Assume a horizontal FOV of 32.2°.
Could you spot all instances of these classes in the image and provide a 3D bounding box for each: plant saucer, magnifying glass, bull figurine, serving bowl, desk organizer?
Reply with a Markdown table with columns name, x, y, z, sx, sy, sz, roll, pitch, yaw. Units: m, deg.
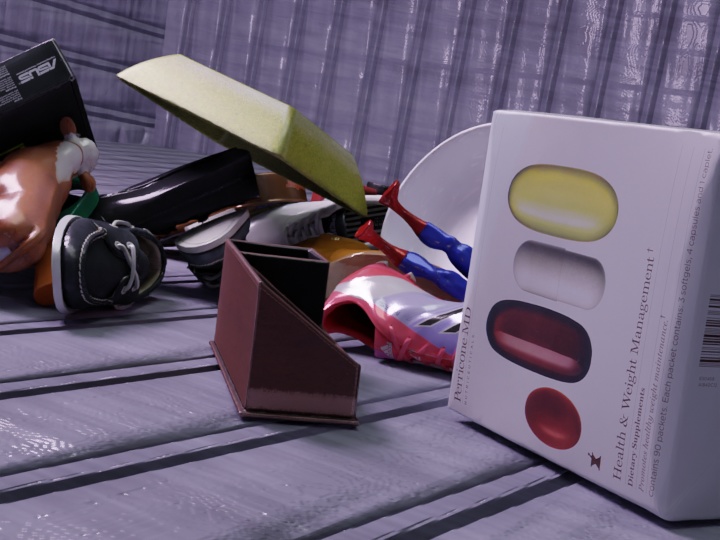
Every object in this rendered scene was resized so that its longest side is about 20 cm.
| name | x | y | z | sx | sy | sz | roll | pitch | yaw |
| --- | --- | --- | --- | --- | --- | --- | --- | --- | --- |
| plant saucer | -0.096 | -0.132 | 1.159 | 0.199 | 0.048 | 0.200 | 28 | -1 | 26 |
| magnifying glass | -0.256 | -0.030 | 1.034 | 0.079 | 0.023 | 0.201 | -20 | 33 | -1 |
| bull figurine | -0.280 | -0.053 | 1.007 | 0.120 | 0.066 | 0.200 | -23 | 24 | 11 |
| serving bowl | 0.115 | -0.031 | 1.125 | 0.199 | 0.202 | 0.066 | 14 | -15 | 44 |
| desk organizer | -0.050 | 0.033 | 0.797 | 0.071 | 0.078 | 0.200 | 6 | 7 | -13 |

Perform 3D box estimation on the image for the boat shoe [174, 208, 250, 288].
| name | x | y | z | sx | sy | sz | roll | pitch | yaw |
| --- | --- | --- | --- | --- | --- | --- | --- | --- | --- |
| boat shoe | -0.129 | -0.018 | 1.160 | 0.072 | 0.062 | 0.200 | -22 | 8 | -5 |

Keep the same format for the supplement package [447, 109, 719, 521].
| name | x | y | z | sx | sy | sz | roll | pitch | yaw |
| --- | --- | --- | --- | --- | --- | --- | --- | --- | --- |
| supplement package | 0.172 | 0.016 | 0.710 | 0.146 | 0.194 | 0.200 | 5 | 7 | -29 |

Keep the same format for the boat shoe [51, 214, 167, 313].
| name | x | y | z | sx | sy | sz | roll | pitch | yaw |
| --- | --- | --- | --- | --- | --- | --- | --- | --- | --- |
| boat shoe | -0.194 | -0.007 | 0.974 | 0.060 | 0.077 | 0.200 | 2 | 8 | 1 |

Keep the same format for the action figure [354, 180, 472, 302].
| name | x | y | z | sx | sy | sz | roll | pitch | yaw |
| --- | --- | --- | --- | --- | --- | --- | --- | --- | --- |
| action figure | 0.098 | 0.006 | 0.965 | 0.199 | 0.066 | 0.099 | 37 | -21 | -7 |

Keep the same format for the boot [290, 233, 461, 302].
| name | x | y | z | sx | sy | sz | roll | pitch | yaw |
| --- | --- | --- | --- | --- | --- | --- | --- | --- | --- |
| boot | 0.000 | 0.001 | 1.091 | 0.199 | 0.072 | 0.144 | 1 | 16 | 13 |

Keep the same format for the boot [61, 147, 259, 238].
| name | x | y | z | sx | sy | sz | roll | pitch | yaw |
| --- | --- | --- | --- | --- | --- | --- | --- | --- | --- |
| boot | -0.203 | -0.068 | 1.156 | 0.198 | 0.066 | 0.165 | -26 | 28 | -11 |

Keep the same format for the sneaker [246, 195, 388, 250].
| name | x | y | z | sx | sy | sz | roll | pitch | yaw |
| --- | --- | --- | --- | --- | --- | --- | --- | --- | --- |
| sneaker | -0.040 | -0.043 | 1.251 | 0.198 | 0.074 | 0.071 | -14 | -9 | 4 |

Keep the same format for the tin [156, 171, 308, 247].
| name | x | y | z | sx | sy | sz | roll | pitch | yaw |
| --- | --- | --- | --- | --- | --- | --- | --- | --- | --- |
| tin | -0.147 | -0.064 | 1.341 | 0.198 | 0.042 | 0.112 | -15 | -12 | 28 |

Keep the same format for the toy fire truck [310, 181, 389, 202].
| name | x | y | z | sx | sy | sz | roll | pitch | yaw |
| --- | --- | --- | --- | --- | --- | --- | --- | --- | --- |
| toy fire truck | -0.026 | -0.047 | 1.392 | 0.198 | 0.130 | 0.176 | 15 | 2 | -28 |

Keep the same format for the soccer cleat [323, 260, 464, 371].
| name | x | y | z | sx | sy | sz | roll | pitch | yaw |
| --- | --- | --- | --- | --- | --- | --- | --- | --- | --- |
| soccer cleat | 0.054 | 0.049 | 0.914 | 0.199 | 0.067 | 0.076 | 22 | 48 | 40 |

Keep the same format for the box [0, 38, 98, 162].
| name | x | y | z | sx | sy | sz | roll | pitch | yaw |
| --- | --- | --- | --- | --- | --- | --- | --- | --- | --- |
| box | -0.332 | -0.104 | 1.078 | 0.199 | 0.048 | 0.193 | -28 | -7 | -13 |
